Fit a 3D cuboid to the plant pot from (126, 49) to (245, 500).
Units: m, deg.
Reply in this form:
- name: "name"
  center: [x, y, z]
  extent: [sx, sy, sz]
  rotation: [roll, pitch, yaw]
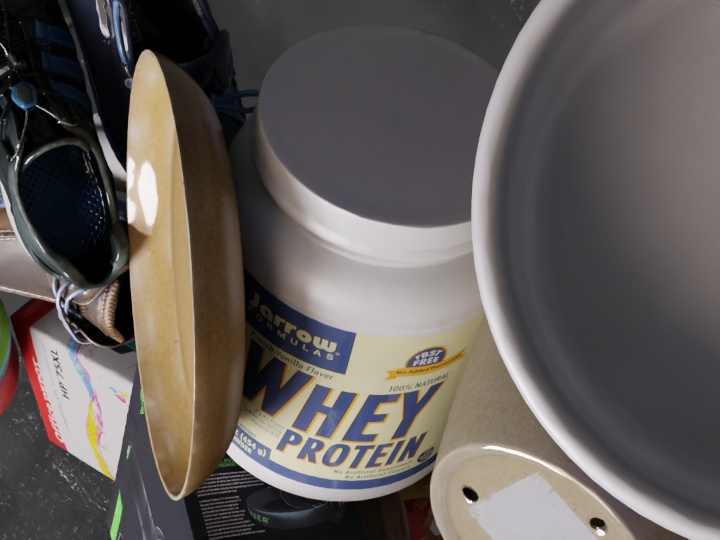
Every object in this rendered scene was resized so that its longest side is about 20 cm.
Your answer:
- name: "plant pot"
  center: [-0.080, 0.002, 0.679]
  extent: [0.200, 0.027, 0.202]
  rotation: [177, 90, -74]

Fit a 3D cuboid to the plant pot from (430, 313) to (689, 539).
- name: "plant pot"
  center: [0.118, 0.041, 0.590]
  extent: [0.186, 0.200, 0.188]
  rotation: [26, 138, 26]

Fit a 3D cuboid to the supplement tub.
- name: "supplement tub"
  center: [0.000, 0.000, 0.710]
  extent: [0.145, 0.145, 0.201]
  rotation: [33, 141, 16]

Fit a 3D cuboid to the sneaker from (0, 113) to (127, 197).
- name: "sneaker"
  center: [-0.185, -0.041, 0.906]
  extent: [0.199, 0.080, 0.077]
  rotation: [-5, 118, 44]

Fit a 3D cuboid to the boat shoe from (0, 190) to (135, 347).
- name: "boat shoe"
  center: [-0.140, 0.000, 0.840]
  extent: [0.198, 0.073, 0.073]
  rotation: [1, 137, 11]

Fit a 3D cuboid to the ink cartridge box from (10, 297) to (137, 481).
- name: "ink cartridge box"
  center: [-0.156, 0.077, 0.986]
  extent: [0.199, 0.067, 0.117]
  rotation: [23, 137, 34]

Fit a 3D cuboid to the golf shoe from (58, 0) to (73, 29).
- name: "golf shoe"
  center: [-0.182, -0.207, 0.760]
  extent: [0.097, 0.078, 0.201]
  rotation: [-5, 126, 30]

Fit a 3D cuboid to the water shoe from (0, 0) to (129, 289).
- name: "water shoe"
  center: [-0.161, -0.085, 0.747]
  extent: [0.079, 0.071, 0.201]
  rotation: [31, 146, 58]

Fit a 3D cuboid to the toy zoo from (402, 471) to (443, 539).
- name: "toy zoo"
  center: [0.041, 0.176, 0.923]
  extent: [0.199, 0.020, 0.131]
  rotation: [-18, 116, 50]

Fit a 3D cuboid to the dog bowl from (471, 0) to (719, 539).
- name: "dog bowl"
  center: [0.136, -0.016, 0.452]
  extent: [0.200, 0.201, 0.079]
  rotation: [38, -176, 11]

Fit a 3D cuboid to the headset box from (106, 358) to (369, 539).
- name: "headset box"
  center: [-0.069, 0.154, 0.812]
  extent: [0.175, 0.092, 0.201]
  rotation: [109, 149, -46]

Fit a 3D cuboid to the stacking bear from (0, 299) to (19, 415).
- name: "stacking bear"
  center: [-0.275, 0.033, 0.917]
  extent: [0.200, 0.113, 0.122]
  rotation: [105, 157, -69]

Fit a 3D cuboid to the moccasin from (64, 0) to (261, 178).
- name: "moccasin"
  center: [-0.101, -0.103, 0.765]
  extent: [0.068, 0.080, 0.201]
  rotation: [3, 127, 51]

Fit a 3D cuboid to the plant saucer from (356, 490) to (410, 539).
- name: "plant saucer"
  center: [-0.020, 0.155, 0.852]
  extent: [0.200, 0.029, 0.202]
  rotation: [175, 90, -70]
